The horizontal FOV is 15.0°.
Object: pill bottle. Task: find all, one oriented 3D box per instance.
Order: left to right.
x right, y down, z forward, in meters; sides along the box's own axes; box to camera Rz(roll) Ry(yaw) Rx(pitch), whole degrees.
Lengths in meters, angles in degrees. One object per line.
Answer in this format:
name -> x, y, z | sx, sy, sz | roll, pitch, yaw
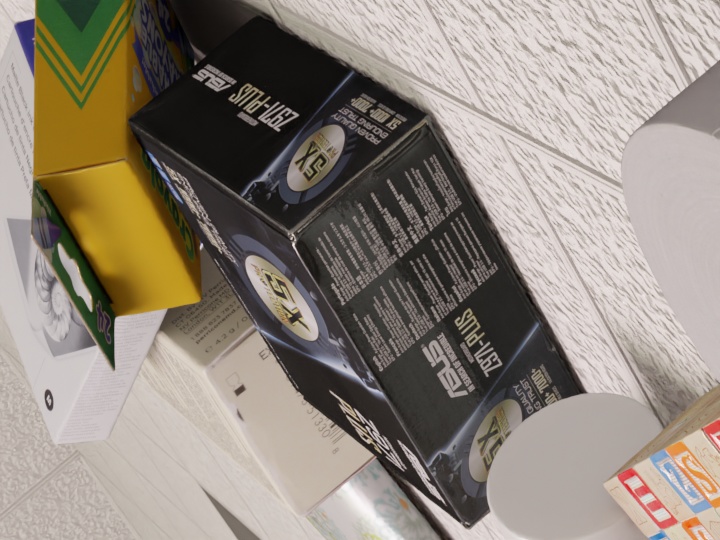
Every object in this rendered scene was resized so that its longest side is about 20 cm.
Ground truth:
pill bottle -> 0.129, 0.149, 1.212 | 0.111, 0.111, 0.200 | 37, 162, 49

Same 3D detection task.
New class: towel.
towel -> 0.001, 0.168, 1.915 | 0.171, 0.048, 0.200 | 48, 168, -4

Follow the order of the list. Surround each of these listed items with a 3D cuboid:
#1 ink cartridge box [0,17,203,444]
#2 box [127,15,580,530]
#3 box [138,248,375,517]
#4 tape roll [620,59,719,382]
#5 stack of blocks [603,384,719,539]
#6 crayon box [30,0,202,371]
ink cartridge box -> -0.161, -0.037, 1.542 | 0.200, 0.040, 0.200 | 65, 144, 30
box -> 0.000, 0.000, 1.298 | 0.164, 0.086, 0.200 | 35, 160, 51
box -> -0.068, 0.031, 1.590 | 0.200, 0.109, 0.128 | 36, 161, 52
tape roll -> 0.165, 0.018, 0.787 | 0.200, 0.066, 0.200 | 48, 168, 14
stack of blocks -> 0.167, 0.094, 1.025 | 0.115, 0.059, 0.200 | 49, 168, 5
crayon box -> -0.121, -0.068, 1.379 | 0.126, 0.051, 0.201 | 66, -163, -53
